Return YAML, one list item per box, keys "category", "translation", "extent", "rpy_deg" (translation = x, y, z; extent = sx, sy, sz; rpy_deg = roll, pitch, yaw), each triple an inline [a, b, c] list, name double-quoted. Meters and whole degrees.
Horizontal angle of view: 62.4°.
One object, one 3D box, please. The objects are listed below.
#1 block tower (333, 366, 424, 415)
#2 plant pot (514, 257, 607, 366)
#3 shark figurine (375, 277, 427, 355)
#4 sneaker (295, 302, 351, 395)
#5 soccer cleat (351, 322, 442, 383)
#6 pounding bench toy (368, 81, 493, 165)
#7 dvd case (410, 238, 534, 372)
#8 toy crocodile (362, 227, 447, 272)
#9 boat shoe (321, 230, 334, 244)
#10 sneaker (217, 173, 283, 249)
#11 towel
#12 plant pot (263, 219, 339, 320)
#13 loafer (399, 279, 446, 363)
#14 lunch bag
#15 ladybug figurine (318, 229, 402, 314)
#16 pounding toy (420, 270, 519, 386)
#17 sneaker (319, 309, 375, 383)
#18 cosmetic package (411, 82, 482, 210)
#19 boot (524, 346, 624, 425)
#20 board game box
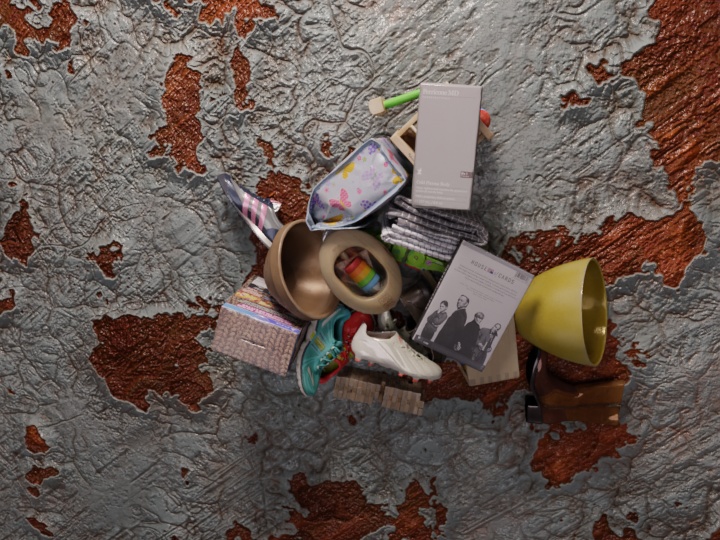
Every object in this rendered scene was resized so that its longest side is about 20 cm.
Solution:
- category: "block tower"
  translation: [0.043, 0.263, 1.314]
  extent: [0.197, 0.058, 0.055]
  rpy_deg: [11, 109, 3]
- category: "plant pot"
  translation: [0.382, 0.079, 1.149]
  extent: [0.141, 0.199, 0.203]
  rpy_deg: [-1, 109, 35]
- category: "shark figurine"
  translation: [0.058, 0.103, 1.254]
  extent: [0.127, 0.089, 0.217]
  rpy_deg: [-25, 113, -19]
- category: "sneaker"
  translation: [-0.077, 0.161, 1.226]
  extent: [0.079, 0.077, 0.202]
  rpy_deg: [12, 78, 24]
- category: "soccer cleat"
  translation: [0.079, 0.166, 1.190]
  extent: [0.198, 0.069, 0.078]
  rpy_deg: [19, 98, -9]
- category: "pounding bench toy"
  translation: [0.131, -0.284, 1.093]
  extent: [0.156, 0.124, 0.200]
  rpy_deg: [-42, 97, 18]
- category: "dvd case"
  translation: [0.200, 0.065, 1.065]
  extent: [0.149, 0.025, 0.202]
  rpy_deg: [25, 100, -8]
- category: "toy crocodile"
  translation: [0.082, -0.039, 1.208]
  extent: [0.198, 0.068, 0.062]
  rpy_deg: [21, 116, 4]
- category: "boat shoe"
  translation: [-0.023, -0.007, 1.230]
  extent: [0.070, 0.070, 0.201]
  rpy_deg: [-31, 108, 0]
- category: "sneaker"
  translation: [-0.211, -0.133, 1.234]
  extent: [0.082, 0.070, 0.201]
  rpy_deg: [-39, 101, 1]
- category: "towel"
  translation: [0.141, -0.087, 1.132]
  extent: [0.198, 0.166, 0.087]
  rpy_deg: [18, 106, 2]
- category: "plant pot"
  translation: [-0.128, 0.006, 1.198]
  extent: [0.092, 0.201, 0.203]
  rpy_deg: [-15, 105, 33]
- category: "loafer"
  translation: [0.124, 0.110, 1.208]
  extent: [0.071, 0.073, 0.202]
  rpy_deg: [-20, 119, -1]
- category: "lunch bag"
  translation: [-0.005, -0.151, 1.132]
  extent: [0.199, 0.170, 0.128]
  rpy_deg: [-35, 95, 15]
- category: "ladybug figurine"
  translation: [0.000, 0.000, 1.161]
  extent: [0.135, 0.072, 0.200]
  rpy_deg: [-40, 108, 3]
- category: "pounding toy"
  translation: [0.212, 0.095, 1.181]
  extent: [0.140, 0.184, 0.203]
  rpy_deg: [-10, 106, -1]
- category: "sneaker"
  translation: [-0.036, 0.170, 1.281]
  extent: [0.077, 0.085, 0.201]
  rpy_deg: [34, 110, -4]
- category: "cosmetic package"
  translation: [0.146, -0.211, 1.002]
  extent: [0.105, 0.090, 0.203]
  rpy_deg: [4, 111, 10]
- category: "boot"
  translation: [0.448, 0.243, 1.236]
  extent: [0.197, 0.069, 0.191]
  rpy_deg: [-1, 106, 9]
- category: "board game box"
  translation: [-0.189, 0.107, 1.225]
  extent: [0.158, 0.200, 0.098]
  rpy_deg: [20, 109, 3]
